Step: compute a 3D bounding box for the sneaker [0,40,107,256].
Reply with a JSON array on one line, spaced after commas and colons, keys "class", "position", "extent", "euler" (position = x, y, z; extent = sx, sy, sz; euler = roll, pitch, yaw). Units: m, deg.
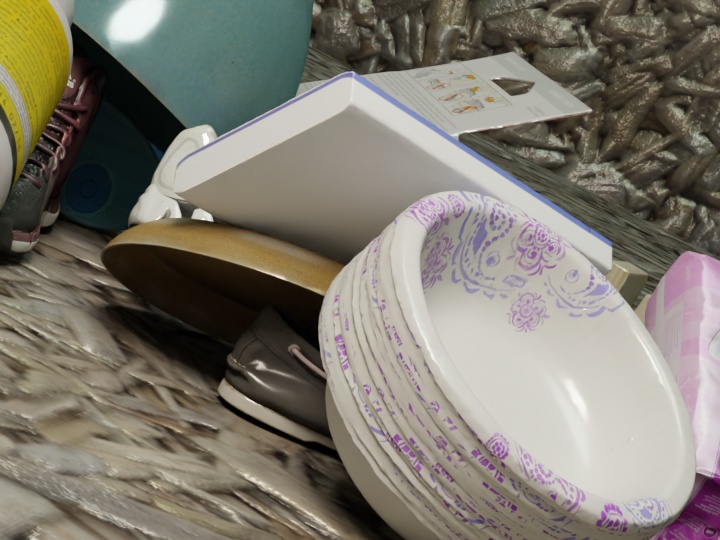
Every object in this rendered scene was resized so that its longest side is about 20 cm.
[{"class": "sneaker", "position": [-0.197, -0.080, 1.496], "extent": [0.075, 0.116, 0.200], "euler": [26, 8, -4]}]

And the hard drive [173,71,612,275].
[{"class": "hard drive", "position": [0.019, -0.028, 1.364], "extent": [0.132, 0.025, 0.200], "euler": [-24, -41, 39]}]

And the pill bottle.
[{"class": "pill bottle", "position": [-0.216, -0.104, 1.385], "extent": [0.111, 0.112, 0.200], "euler": [25, 33, -5]}]

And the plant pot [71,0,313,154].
[{"class": "plant pot", "position": [-0.106, -0.160, 1.587], "extent": [0.200, 0.135, 0.200], "euler": [41, -8, 7]}]

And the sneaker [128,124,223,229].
[{"class": "sneaker", "position": [-0.030, -0.019, 1.486], "extent": [0.199, 0.081, 0.075], "euler": [24, -16, -9]}]

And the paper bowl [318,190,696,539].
[{"class": "paper bowl", "position": [0.063, 0.069, 1.284], "extent": [0.200, 0.104, 0.201], "euler": [33, 32, -24]}]

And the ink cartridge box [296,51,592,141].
[{"class": "ink cartridge box", "position": [0.038, -0.088, 1.620], "extent": [0.172, 0.044, 0.200], "euler": [-8, 17, -9]}]

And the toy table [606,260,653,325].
[{"class": "toy table", "position": [0.130, 0.044, 1.731], "extent": [0.199, 0.118, 0.184], "euler": [29, 9, 10]}]

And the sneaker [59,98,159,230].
[{"class": "sneaker", "position": [-0.225, -0.098, 1.659], "extent": [0.200, 0.080, 0.130], "euler": [33, -4, -29]}]

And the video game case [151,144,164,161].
[{"class": "video game case", "position": [-0.129, -0.083, 1.863], "extent": [0.143, 0.018, 0.200], "euler": [50, 7, -6]}]

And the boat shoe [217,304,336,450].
[{"class": "boat shoe", "position": [0.021, 0.079, 1.393], "extent": [0.199, 0.057, 0.067], "euler": [24, 9, -18]}]

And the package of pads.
[{"class": "package of pads", "position": [0.231, 0.092, 1.588], "extent": [0.120, 0.076, 0.201], "euler": [24, 43, -14]}]

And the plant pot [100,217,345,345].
[{"class": "plant pot", "position": [-0.046, 0.016, 1.422], "extent": [0.199, 0.028, 0.200], "euler": [19, -15, 5]}]
